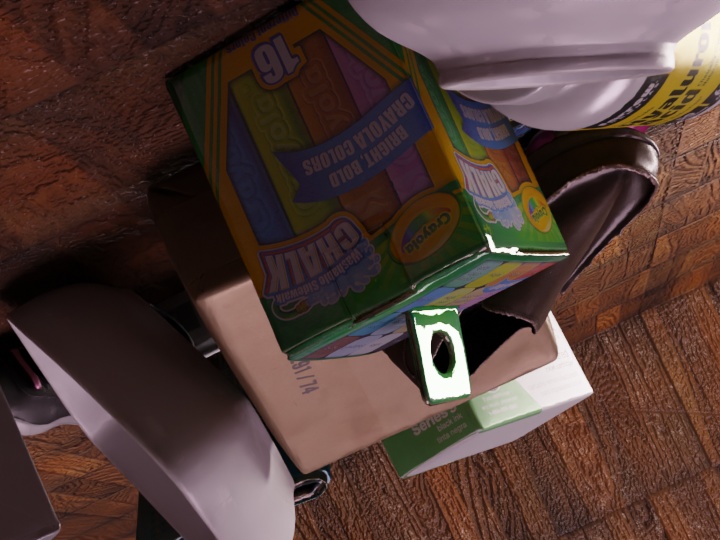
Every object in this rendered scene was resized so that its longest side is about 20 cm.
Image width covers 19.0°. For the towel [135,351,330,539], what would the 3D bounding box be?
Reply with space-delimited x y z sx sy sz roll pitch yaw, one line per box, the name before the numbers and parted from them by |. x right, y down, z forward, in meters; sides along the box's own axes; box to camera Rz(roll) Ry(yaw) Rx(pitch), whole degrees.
towel | -0.093 0.118 1.519 0.147 0.022 0.200 -26 -149 10

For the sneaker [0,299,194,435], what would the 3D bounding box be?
sneaker | -0.195 0.058 1.474 0.099 0.071 0.200 -50 149 22

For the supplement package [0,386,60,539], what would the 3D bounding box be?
supplement package | -0.268 0.087 1.032 0.147 0.191 0.200 -19 168 -29

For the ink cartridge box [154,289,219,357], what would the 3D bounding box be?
ink cartridge box | -0.079 0.032 1.646 0.162 0.057 0.200 -27 166 10

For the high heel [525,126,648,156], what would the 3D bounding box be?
high heel | 0.127 -0.037 1.371 0.200 0.096 0.067 -30 167 37

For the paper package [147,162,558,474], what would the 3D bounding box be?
paper package | 0.000 0.000 1.274 0.190 0.104 0.200 -24 141 4

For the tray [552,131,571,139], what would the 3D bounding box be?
tray | 0.170 -0.137 1.217 0.200 0.022 0.107 -48 -169 27

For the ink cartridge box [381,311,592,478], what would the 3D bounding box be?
ink cartridge box | 0.051 0.027 1.487 0.084 0.200 0.146 -35 166 37

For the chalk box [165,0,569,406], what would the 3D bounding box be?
chalk box | 0.015 -0.031 1.075 0.124 0.200 0.124 -28 170 20

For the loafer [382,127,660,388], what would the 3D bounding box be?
loafer | 0.094 0.002 1.182 0.073 0.071 0.200 23 123 -40

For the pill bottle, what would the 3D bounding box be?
pill bottle | 0.115 -0.126 1.083 0.111 0.111 0.200 -31 168 31

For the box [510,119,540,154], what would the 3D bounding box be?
box | 0.129 -0.114 1.387 0.200 0.048 0.193 -22 167 -13

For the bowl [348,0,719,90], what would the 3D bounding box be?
bowl | 0.077 -0.121 0.867 0.201 0.091 0.201 -5 -179 0

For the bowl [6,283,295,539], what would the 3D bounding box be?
bowl | -0.119 0.099 1.362 0.075 0.200 0.200 -41 148 -12
